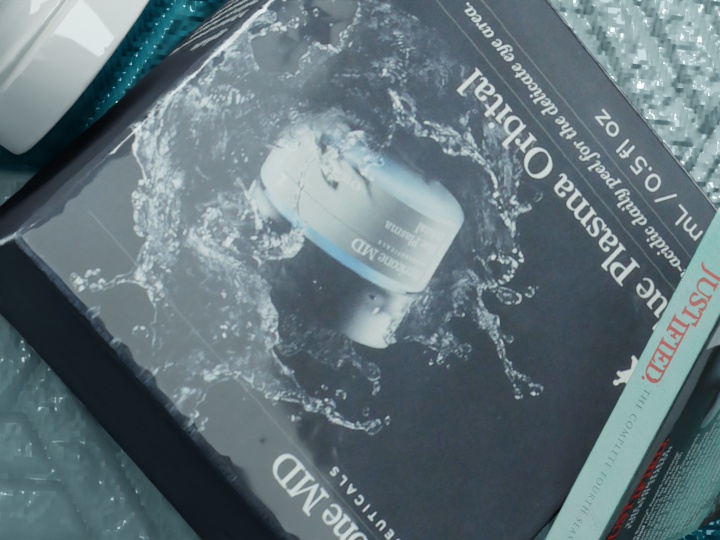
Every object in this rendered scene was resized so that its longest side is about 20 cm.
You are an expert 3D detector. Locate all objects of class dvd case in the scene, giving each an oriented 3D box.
[{"bbox_3d":[0.147,0.029,0.817,0.200,0.022,0.146,-16,136,-54],"label":"dvd case"}]

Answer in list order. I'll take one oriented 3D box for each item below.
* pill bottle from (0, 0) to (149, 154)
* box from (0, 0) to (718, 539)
[{"bbox_3d":[-0.166,-0.131,0.752,0.200,0.112,0.113,38,74,-15],"label":"pill bottle"},{"bbox_3d":[0.000,0.000,0.806,0.200,0.117,0.197,-45,102,-17],"label":"box"}]
